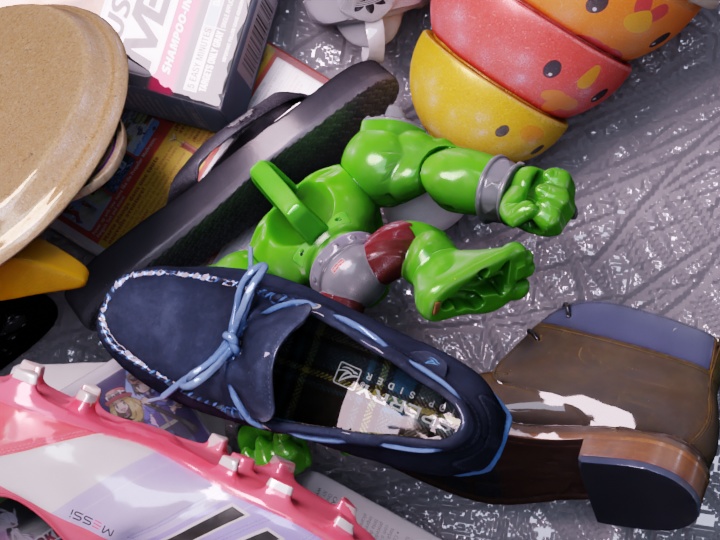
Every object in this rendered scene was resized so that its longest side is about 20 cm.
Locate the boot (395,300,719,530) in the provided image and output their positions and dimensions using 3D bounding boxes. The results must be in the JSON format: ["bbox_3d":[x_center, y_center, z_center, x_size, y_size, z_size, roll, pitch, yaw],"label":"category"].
[{"bbox_3d":[0.087,0.062,1.210,0.199,0.075,0.097,13,54,20],"label":"boot"}]

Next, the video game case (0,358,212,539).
[{"bbox_3d":[-0.132,0.156,1.106,0.199,0.023,0.183,-31,75,-17],"label":"video game case"}]

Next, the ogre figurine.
[{"bbox_3d":[0.000,0.000,1.165,0.200,0.098,0.120,-54,54,17],"label":"ogre figurine"}]

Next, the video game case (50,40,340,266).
[{"bbox_3d":[-0.094,-0.064,1.267,0.199,0.017,0.143,32,85,11],"label":"video game case"}]

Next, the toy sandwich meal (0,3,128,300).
[{"bbox_3d":[-0.185,-0.042,1.163,0.204,0.070,0.206,-21,43,20],"label":"toy sandwich meal"}]

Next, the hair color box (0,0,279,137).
[{"bbox_3d":[-0.146,-0.145,1.248,0.199,0.061,0.100,15,81,10],"label":"hair color box"}]

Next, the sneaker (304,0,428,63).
[{"bbox_3d":[-0.011,-0.199,1.256,0.075,0.115,0.201,-11,44,2],"label":"sneaker"}]

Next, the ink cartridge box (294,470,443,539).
[{"bbox_3d":[0.023,0.214,1.165,0.199,0.050,0.162,30,66,-14],"label":"ink cartridge box"}]

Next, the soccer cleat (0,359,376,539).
[{"bbox_3d":[-0.087,0.108,1.092,0.199,0.067,0.077,24,96,-2],"label":"soccer cleat"}]

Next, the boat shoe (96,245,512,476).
[{"bbox_3d":[-0.029,0.035,1.086,0.199,0.069,0.085,11,84,16],"label":"boat shoe"}]

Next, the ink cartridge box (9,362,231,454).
[{"bbox_3d":[-0.122,0.148,1.183,0.116,0.067,0.201,0,78,-25],"label":"ink cartridge box"}]

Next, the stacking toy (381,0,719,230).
[{"bbox_3d":[0.075,-0.102,1.219,0.146,0.146,0.201,34,103,11],"label":"stacking toy"}]

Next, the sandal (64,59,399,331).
[{"bbox_3d":[-0.069,-0.047,1.213,0.200,0.076,0.043,-36,74,-1],"label":"sandal"}]

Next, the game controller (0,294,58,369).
[{"bbox_3d":[-0.239,0.069,1.213,0.200,0.104,0.042,-36,70,-1],"label":"game controller"}]
